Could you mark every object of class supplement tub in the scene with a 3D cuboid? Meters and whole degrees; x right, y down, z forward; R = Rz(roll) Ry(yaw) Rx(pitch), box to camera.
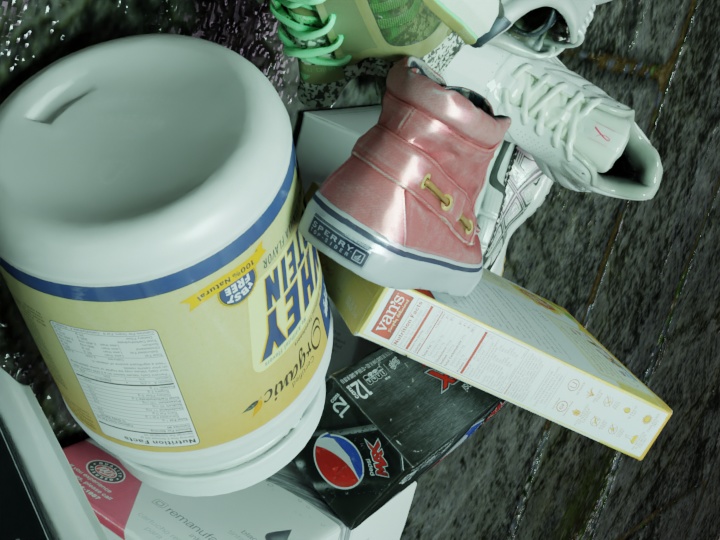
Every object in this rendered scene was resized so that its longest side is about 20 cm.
[{"bbox_3d":[-0.090,0.005,0.636,0.144,0.144,0.200,-50,149,-29],"label":"supplement tub"}]

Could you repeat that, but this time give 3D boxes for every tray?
[{"bbox_3d":[-0.131,0.118,0.590,0.022,0.200,0.108,-23,121,-18],"label":"tray"}]

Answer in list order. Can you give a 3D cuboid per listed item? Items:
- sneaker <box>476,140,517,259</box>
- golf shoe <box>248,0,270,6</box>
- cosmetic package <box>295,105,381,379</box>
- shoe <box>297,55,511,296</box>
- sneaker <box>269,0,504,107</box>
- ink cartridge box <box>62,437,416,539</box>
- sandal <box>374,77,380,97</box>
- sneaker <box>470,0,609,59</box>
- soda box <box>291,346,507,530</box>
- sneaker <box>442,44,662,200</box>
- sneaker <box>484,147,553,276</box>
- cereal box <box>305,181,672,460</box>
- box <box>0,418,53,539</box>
[{"bbox_3d":[0.076,-0.098,0.928,0.074,0.080,0.201,91,17,-76],"label":"sneaker"},{"bbox_3d":[-0.008,-0.170,0.684,0.200,0.078,0.098,7,104,-65],"label":"golf shoe"},{"bbox_3d":[0.000,0.000,0.860,0.107,0.085,0.201,-13,122,-57],"label":"cosmetic package"},{"bbox_3d":[0.038,-0.043,0.640,0.091,0.071,0.200,-58,166,9],"label":"shoe"},{"bbox_3d":[-0.010,-0.116,0.595,0.200,0.077,0.089,14,102,-50],"label":"sneaker"},{"bbox_3d":[-0.082,0.149,0.761,0.200,0.146,0.083,-17,129,-57],"label":"ink cartridge box"},{"bbox_3d":[0.071,-0.178,0.876,0.201,0.057,0.080,-42,144,-39],"label":"sandal"},{"bbox_3d":[0.111,-0.163,0.802,0.200,0.073,0.071,-15,81,-46],"label":"sneaker"},{"bbox_3d":[0.038,0.077,0.798,0.063,0.071,0.200,-49,167,31],"label":"soda box"},{"bbox_3d":[0.125,-0.103,0.837,0.200,0.099,0.078,24,95,-35],"label":"sneaker"},{"bbox_3d":[0.088,-0.051,0.988,0.088,0.075,0.201,-2,112,-61],"label":"sneaker"},{"bbox_3d":[0.063,0.027,0.742,0.199,0.144,0.040,25,104,-26],"label":"cereal box"},{"bbox_3d":[-0.161,0.127,0.533,0.079,0.200,0.142,-24,136,-16],"label":"box"}]
